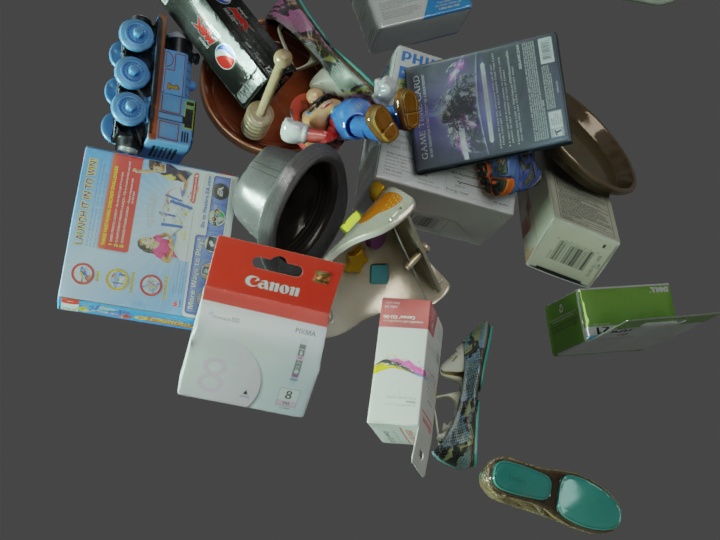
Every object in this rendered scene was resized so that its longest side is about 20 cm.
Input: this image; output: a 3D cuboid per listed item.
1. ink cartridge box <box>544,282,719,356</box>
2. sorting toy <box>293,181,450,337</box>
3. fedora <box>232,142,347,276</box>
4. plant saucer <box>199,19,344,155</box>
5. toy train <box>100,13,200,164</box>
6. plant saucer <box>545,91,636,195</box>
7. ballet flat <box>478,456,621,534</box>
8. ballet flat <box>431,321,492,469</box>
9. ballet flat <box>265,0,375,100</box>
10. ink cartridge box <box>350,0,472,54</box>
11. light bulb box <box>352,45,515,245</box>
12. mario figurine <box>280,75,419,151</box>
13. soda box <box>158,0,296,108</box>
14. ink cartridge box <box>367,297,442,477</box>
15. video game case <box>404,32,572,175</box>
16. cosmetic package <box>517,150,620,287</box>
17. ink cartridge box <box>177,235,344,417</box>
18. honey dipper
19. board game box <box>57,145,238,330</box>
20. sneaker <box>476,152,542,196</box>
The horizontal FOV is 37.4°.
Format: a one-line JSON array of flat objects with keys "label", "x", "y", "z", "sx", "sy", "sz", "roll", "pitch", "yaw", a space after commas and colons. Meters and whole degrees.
[{"label": "ink cartridge box", "x": 0.358, "y": 0.054, "z": 1.414, "sx": 0.147, "sy": 0.200, "sz": 0.076, "roll": -3, "pitch": 74, "yaw": -18}, {"label": "sorting toy", "x": 0.000, "y": 0.000, "z": 1.353, "sx": 0.180, "sy": 0.200, "sz": 0.107, "roll": -41, "pitch": 54, "yaw": -9}, {"label": "fedora", "x": -0.098, "y": -0.086, "z": 1.348, "sx": 0.090, "sy": 0.200, "sz": 0.177, "roll": 27, "pitch": 80, "yaw": 20}, {"label": "plant saucer", "x": -0.122, "y": -0.247, "z": 1.453, "sx": 0.199, "sy": 0.032, "sz": 0.202, "roll": 5, "pitch": 71, "yaw": -16}, {"label": "toy train", "x": -0.269, "y": -0.235, "z": 1.379, "sx": 0.114, "sy": 0.087, "sz": 0.201, "roll": 10, "pitch": 68, "yaw": -23}, {"label": "plant saucer", "x": 0.296, "y": -0.176, "z": 1.446, "sx": 0.199, "sy": 0.029, "sz": 0.201, "roll": 30, "pitch": 35, "yaw": -24}, {"label": "ballet flat", "x": 0.242, "y": 0.289, "z": 1.378, "sx": 0.199, "sy": 0.065, "sz": 0.071, "roll": 25, "pitch": 69, "yaw": -11}, {"label": "ballet flat", "x": 0.129, "y": 0.157, "z": 1.387, "sx": 0.074, "sy": 0.074, "sz": 0.201, "roll": 15, "pitch": 66, "yaw": -12}, {"label": "ballet flat", "x": -0.056, "y": -0.287, "z": 1.439, "sx": 0.071, "sy": 0.069, "sz": 0.200, "roll": -41, "pitch": 79, "yaw": 4}, {"label": "ink cartridge box", "x": 0.054, "y": -0.432, "z": 1.530, "sx": 0.146, "sy": 0.086, "sz": 0.201, "roll": -16, "pitch": 77, "yaw": -14}, {"label": "light bulb box", "x": 0.108, "y": -0.167, "z": 1.448, "sx": 0.197, "sy": 0.125, "sz": 0.201, "roll": 15, "pitch": 68, "yaw": -12}, {"label": "mario figurine", "x": -0.026, "y": -0.205, "z": 1.350, "sx": 0.123, "sy": 0.199, "sz": 0.107, "roll": 10, "pitch": 84, "yaw": -42}, {"label": "soda box", "x": -0.178, "y": -0.314, "z": 1.394, "sx": 0.200, "sy": 0.063, "sz": 0.071, "roll": 52, "pitch": 38, "yaw": 4}, {"label": "ink cartridge box", "x": 0.055, "y": 0.148, "z": 1.329, "sx": 0.067, "sy": 0.117, "sz": 0.201, "roll": 2, "pitch": 69, "yaw": 13}, {"label": "video game case", "x": 0.157, "y": -0.208, "z": 1.332, "sx": 0.199, "sy": 0.019, "sz": 0.144, "roll": -10, "pitch": 76, "yaw": 20}, {"label": "cosmetic package", "x": 0.277, "y": -0.082, "z": 1.445, "sx": 0.103, "sy": 0.087, "sz": 0.201, "roll": 20, "pitch": 37, "yaw": -10}, {"label": "ink cartridge box", "x": -0.120, "y": 0.073, "z": 1.278, "sx": 0.162, "sy": 0.201, "sz": 0.057, "roll": 13, "pitch": 29, "yaw": -13}, {"label": "honey dipper", "x": -0.114, "y": -0.218, "z": 1.319, "sx": 0.038, "sy": 0.200, "sz": 0.038, "roll": 5, "pitch": 72, "yaw": -15}, {"label": "board game box", "x": -0.263, "y": -0.037, "z": 1.329, "sx": 0.195, "sy": 0.056, "sz": 0.201, "roll": 11, "pitch": 70, "yaw": -14}, {"label": "sneaker", "x": 0.189, "y": -0.190, "z": 1.383, "sx": 0.078, "sy": 0.075, "sz": 0.201, "roll": 3, "pitch": 77, "yaw": -31}]
